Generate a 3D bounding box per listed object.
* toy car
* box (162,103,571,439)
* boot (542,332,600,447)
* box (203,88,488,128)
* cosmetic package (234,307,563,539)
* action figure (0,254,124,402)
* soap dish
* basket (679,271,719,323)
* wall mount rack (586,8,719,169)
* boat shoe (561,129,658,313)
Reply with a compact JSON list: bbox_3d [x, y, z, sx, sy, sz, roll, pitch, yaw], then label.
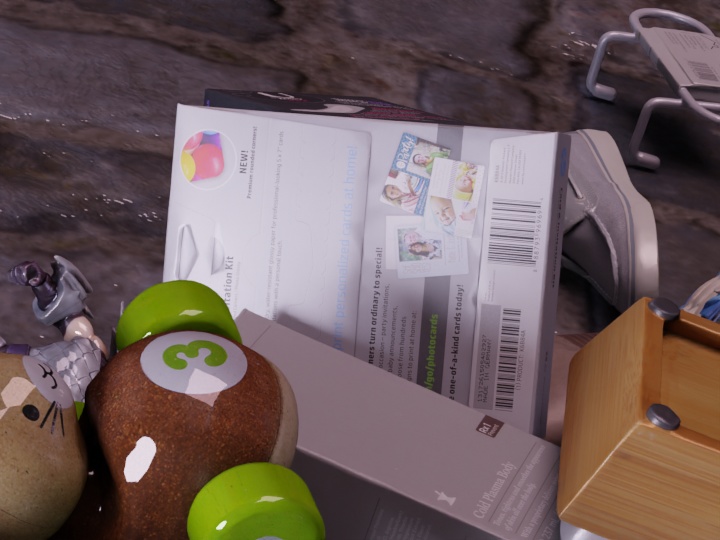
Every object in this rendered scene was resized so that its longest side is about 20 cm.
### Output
[{"bbox_3d":[-0.139,0.066,1.158,0.200,0.158,0.164,33,18,-36],"label":"toy car"},{"bbox_3d":[0.000,0.000,1.392,0.200,0.156,0.041,5,1,15],"label":"box"},{"bbox_3d":[0.104,0.079,1.431,0.146,0.070,0.200,-14,17,-26],"label":"boot"},{"bbox_3d":[0.005,-0.035,1.526,0.122,0.106,0.200,1,10,-33],"label":"box"},{"bbox_3d":[0.003,0.107,1.323,0.200,0.090,0.107,25,28,6],"label":"cosmetic package"},{"bbox_3d":[-0.183,0.047,1.328,0.200,0.069,0.130,11,38,-3],"label":"action figure"},{"bbox_3d":[0.194,0.098,1.291,0.200,0.081,0.157,21,26,-3],"label":"soap dish"},{"bbox_3d":[0.258,0.044,1.492,0.139,0.176,0.200,48,0,-12],"label":"basket"},{"bbox_3d":[0.261,-0.116,1.977,0.174,0.075,0.200,7,27,-16],"label":"wall mount rack"},{"bbox_3d":[0.138,-0.027,1.725,0.071,0.070,0.201,-4,29,-7],"label":"boat shoe"}]
